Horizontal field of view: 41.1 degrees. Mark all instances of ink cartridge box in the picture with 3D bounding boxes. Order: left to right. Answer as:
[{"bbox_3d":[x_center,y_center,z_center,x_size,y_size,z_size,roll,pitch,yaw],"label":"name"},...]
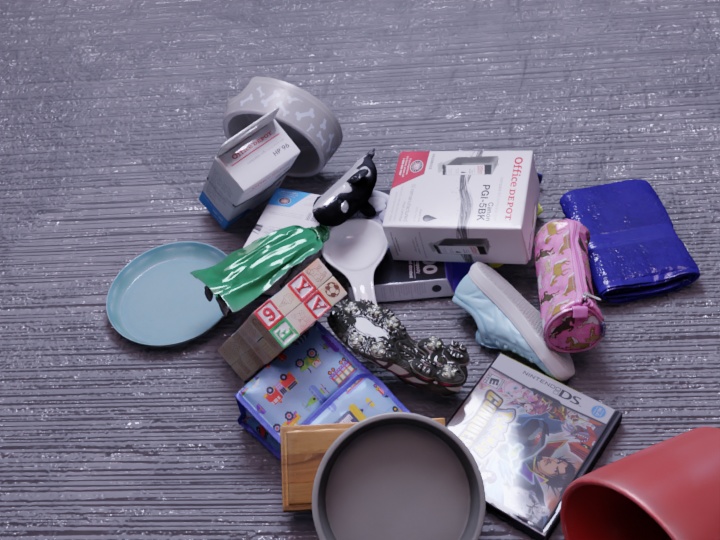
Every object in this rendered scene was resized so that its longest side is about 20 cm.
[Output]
[{"bbox_3d":[-0.166,-0.152,1.452,0.116,0.200,0.068,-39,87,-25],"label":"ink cartridge box"},{"bbox_3d":[-0.106,-0.024,1.426,0.115,0.068,0.201,11,50,17],"label":"ink cartridge box"},{"bbox_3d":[0.079,-0.043,1.434,0.198,0.044,0.199,-4,48,3],"label":"ink cartridge box"},{"bbox_3d":[0.145,-0.092,1.360,0.198,0.083,0.148,1,55,18],"label":"ink cartridge box"}]

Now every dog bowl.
[{"bbox_3d":[-0.130,-0.221,1.529,0.198,0.200,0.059,12,66,19],"label":"dog bowl"}]

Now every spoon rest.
[{"bbox_3d":[0.000,0.000,1.342,0.098,0.061,0.201,-12,52,-1],"label":"spoon rest"}]

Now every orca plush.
[{"bbox_3d":[-0.009,-0.105,1.414,0.105,0.071,0.200,-33,12,19],"label":"orca plush"}]

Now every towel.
[{"bbox_3d":[0.383,-0.043,1.389,0.146,0.050,0.201,-9,49,-4],"label":"towel"}]

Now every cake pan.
[{"bbox_3d":[0.043,0.265,1.104,0.198,0.037,0.202,0,83,-1],"label":"cake pan"}]

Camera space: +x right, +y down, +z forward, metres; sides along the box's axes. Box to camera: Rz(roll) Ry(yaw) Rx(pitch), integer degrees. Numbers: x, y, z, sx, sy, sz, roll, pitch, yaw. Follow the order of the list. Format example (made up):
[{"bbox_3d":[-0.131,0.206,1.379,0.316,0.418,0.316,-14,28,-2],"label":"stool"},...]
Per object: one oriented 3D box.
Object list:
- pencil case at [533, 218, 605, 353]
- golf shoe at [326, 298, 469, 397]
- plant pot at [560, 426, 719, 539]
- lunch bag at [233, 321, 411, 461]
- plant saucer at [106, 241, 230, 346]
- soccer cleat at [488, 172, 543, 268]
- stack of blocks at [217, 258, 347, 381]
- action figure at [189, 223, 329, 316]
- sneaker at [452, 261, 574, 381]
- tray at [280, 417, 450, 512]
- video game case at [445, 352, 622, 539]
[{"bbox_3d":[0.276,0.016,1.280,0.086,0.083,0.201,-26,33,23],"label":"pencil case"},{"bbox_3d":[0.043,0.109,1.250,0.199,0.088,0.077,26,58,13],"label":"golf shoe"},{"bbox_3d":[0.345,0.270,1.027,0.176,0.202,0.200,-26,49,-27],"label":"plant pot"},{"bbox_3d":[-0.039,0.193,1.225,0.200,0.094,0.150,40,65,19],"label":"lunch bag"},{"bbox_3d":[-0.276,0.038,1.425,0.198,0.028,0.201,-5,48,5],"label":"plant saucer"},{"bbox_3d":[0.230,-0.085,1.436,0.083,0.065,0.201,13,52,7],"label":"soccer cleat"},{"bbox_3d":[-0.106,0.069,1.258,0.115,0.200,0.059,-41,91,-28],"label":"stack of blocks"},{"bbox_3d":[-0.122,-0.011,1.333,0.199,0.055,0.118,-32,47,-23],"label":"action figure"},{"bbox_3d":[0.203,0.084,1.298,0.200,0.082,0.074,51,27,24],"label":"sneaker"},{"bbox_3d":[0.005,0.232,1.150,0.198,0.037,0.100,-3,75,-1],"label":"tray"},{"bbox_3d":[0.200,0.213,1.198,0.180,0.026,0.200,26,57,27],"label":"video game case"}]
